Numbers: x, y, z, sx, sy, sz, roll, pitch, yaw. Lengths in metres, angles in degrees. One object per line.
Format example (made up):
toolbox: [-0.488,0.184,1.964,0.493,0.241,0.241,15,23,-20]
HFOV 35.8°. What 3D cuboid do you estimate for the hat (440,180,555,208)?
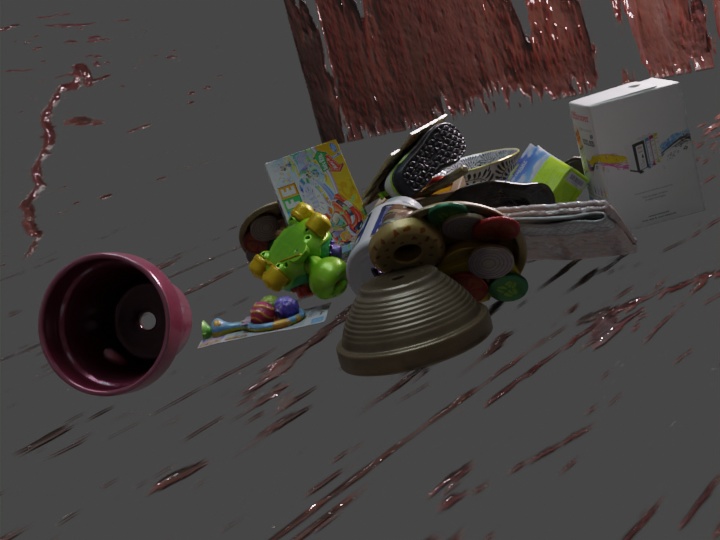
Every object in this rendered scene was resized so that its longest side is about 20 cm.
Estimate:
hat: [0.203,-0.054,1.666,0.198,0.082,0.201,-8,-28,-4]

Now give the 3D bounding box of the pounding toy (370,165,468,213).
pounding toy: [0.118,-0.107,1.928,0.182,0.144,0.200,-13,12,12]

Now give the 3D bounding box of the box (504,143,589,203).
box: [0.293,-0.131,1.837,0.123,0.047,0.200,-56,17,9]

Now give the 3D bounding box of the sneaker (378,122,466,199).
sneaker: [0.094,-0.180,1.847,0.200,0.072,0.082,-39,12,-38]

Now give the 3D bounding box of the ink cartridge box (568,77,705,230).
ink cartridge box: [0.422,-0.180,1.719,0.143,0.202,0.147,-15,11,1]

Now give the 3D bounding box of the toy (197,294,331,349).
toy: [-0.149,0.067,1.703,0.198,0.048,0.115,-15,12,7]

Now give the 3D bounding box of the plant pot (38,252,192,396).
plant pot: [-0.333,0.074,1.608,0.198,0.202,0.179,-13,-3,13]

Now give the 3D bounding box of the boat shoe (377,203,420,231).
boat shoe: [0.119,-0.036,1.526,0.076,0.198,0.072,-50,19,43]

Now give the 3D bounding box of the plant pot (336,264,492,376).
plant pot: [0.059,0.052,1.388,0.199,0.094,0.201,-14,12,3]

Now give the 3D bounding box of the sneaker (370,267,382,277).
sneaker: [0.105,0.002,1.567,0.199,0.088,0.074,-24,14,-33]

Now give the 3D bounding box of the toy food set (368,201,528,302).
toy food set: [0.123,-0.017,1.450,0.196,0.200,0.049,-17,44,20]

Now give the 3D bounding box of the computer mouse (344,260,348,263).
computer mouse: [0.000,0.000,1.846,0.198,0.044,0.109,-16,5,28]

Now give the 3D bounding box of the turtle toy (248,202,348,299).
turtle toy: [-0.084,-0.013,1.769,0.146,0.101,0.200,-51,28,-2]

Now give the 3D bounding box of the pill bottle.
pill bottle: [0.049,-0.037,1.690,0.110,0.112,0.200,-12,23,17]

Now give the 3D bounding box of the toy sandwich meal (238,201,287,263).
toy sandwich meal: [-0.118,-0.047,1.989,0.203,0.206,0.071,-13,50,11]

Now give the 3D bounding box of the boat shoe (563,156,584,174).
boat shoe: [0.318,-0.125,1.969,0.198,0.072,0.068,-26,-17,-9]

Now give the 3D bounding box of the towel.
towel: [0.259,-0.048,1.508,0.198,0.033,0.191,-2,-15,24]

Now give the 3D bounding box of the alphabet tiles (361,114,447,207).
alphabet tiles: [0.074,-0.186,1.883,0.200,0.006,0.167,-36,-15,-53]

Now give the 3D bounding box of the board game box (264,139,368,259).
board game box: [-0.068,-0.111,1.901,0.133,0.202,0.034,-20,-17,-10]

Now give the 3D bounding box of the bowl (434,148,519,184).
bowl: [0.226,-0.169,2.200,0.198,0.095,0.201,-15,11,3]
